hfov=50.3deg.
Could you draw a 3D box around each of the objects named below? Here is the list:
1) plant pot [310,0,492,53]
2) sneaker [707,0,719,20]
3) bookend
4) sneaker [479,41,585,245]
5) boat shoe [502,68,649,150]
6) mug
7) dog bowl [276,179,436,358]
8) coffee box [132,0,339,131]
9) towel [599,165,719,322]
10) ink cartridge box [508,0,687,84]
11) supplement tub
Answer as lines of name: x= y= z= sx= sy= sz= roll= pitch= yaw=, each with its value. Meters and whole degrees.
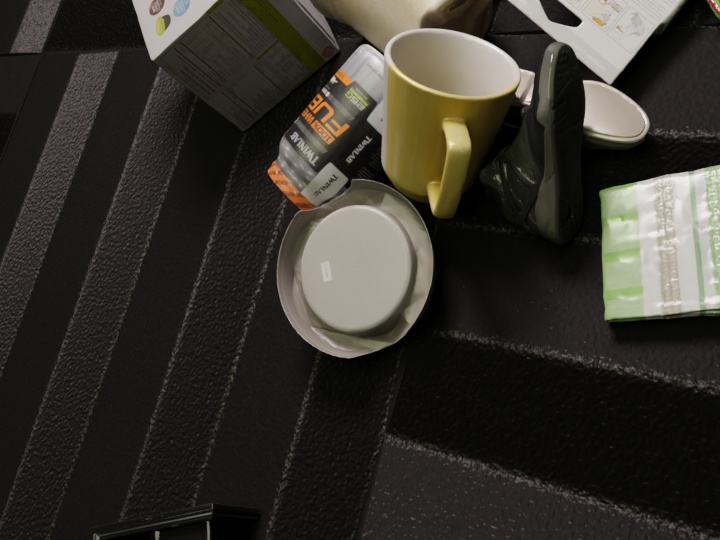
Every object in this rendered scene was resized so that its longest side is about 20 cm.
plant pot: x=0.059 y=-0.345 z=0.949 sx=0.200 sy=0.200 sz=0.185 roll=-42 pitch=66 yaw=11
sneaker: x=0.402 y=-0.242 z=0.747 sx=0.082 sy=0.077 sz=0.205 roll=-15 pitch=75 yaw=7
bookend: x=-0.217 y=0.392 z=0.892 sx=0.195 sy=0.092 sz=0.205 roll=-17 pitch=65 yaw=26
sneaker: x=0.177 y=-0.135 z=0.810 sx=0.113 sy=0.075 sz=0.205 roll=18 pitch=123 yaw=42
boat shoe: x=0.228 y=-0.174 z=0.855 sx=0.197 sy=0.057 sz=0.068 roll=28 pitch=74 yaw=32
mug: x=0.077 y=-0.152 z=0.838 sx=0.147 sy=0.156 sz=0.187 roll=27 pitch=43 yaw=17
dog bowl: x=0.000 y=0.000 z=0.899 sx=0.195 sy=0.058 sz=0.206 roll=-3 pitch=82 yaw=23
coffee box: x=-0.184 y=-0.368 z=1.091 sx=0.196 sy=0.199 sz=0.203 roll=-35 pitch=57 yaw=17
towel: x=0.334 y=-0.026 z=0.745 sx=0.196 sy=0.031 sz=0.153 roll=-8 pitch=66 yaw=32
ink cartridge box: x=0.258 y=-0.329 z=0.847 sx=0.200 sy=0.043 sz=0.174 roll=42 pitch=98 yaw=10
supplement tub: x=-0.018 y=-0.166 z=0.958 sx=0.201 sy=0.122 sz=0.123 roll=-48 pitch=55 yaw=8
